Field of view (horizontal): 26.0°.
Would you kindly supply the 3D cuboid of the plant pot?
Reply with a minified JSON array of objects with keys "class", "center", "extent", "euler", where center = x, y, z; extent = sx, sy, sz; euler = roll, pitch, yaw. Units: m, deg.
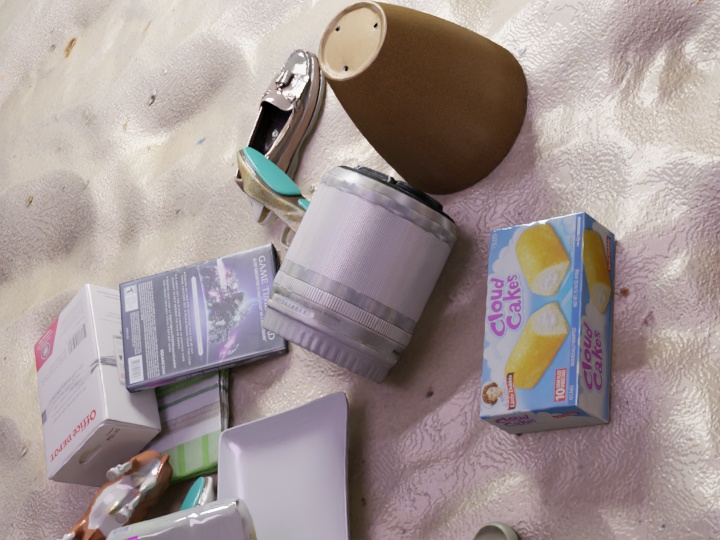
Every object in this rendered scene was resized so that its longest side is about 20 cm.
[{"class":"plant pot","center":[0.049,-0.205,1.692],"extent":[0.185,0.199,0.188],"euler":[-18,61,34]}]

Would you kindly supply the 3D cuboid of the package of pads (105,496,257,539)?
[{"class":"package of pads","center":[-0.167,0.349,1.627],"extent":[0.153,0.068,0.202],"euler":[-16,88,0]}]

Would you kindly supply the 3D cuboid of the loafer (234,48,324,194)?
[{"class":"loafer","center":[-0.099,-0.181,1.898],"extent":[0.071,0.063,0.202],"euler":[6,75,42]}]

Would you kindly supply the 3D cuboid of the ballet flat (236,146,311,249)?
[{"class":"ballet flat","center":[-0.085,-0.066,1.810],"extent":[0.200,0.071,0.071],"euler":[39,97,23]}]

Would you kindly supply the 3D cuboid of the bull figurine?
[{"class":"bull figurine","center":[-0.292,0.291,1.807],"extent":[0.065,0.121,0.201],"euler":[36,102,9]}]

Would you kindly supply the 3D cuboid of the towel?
[{"class":"towel","center":[-0.212,0.156,1.871],"extent":[0.148,0.031,0.202],"euler":[-22,60,34]}]

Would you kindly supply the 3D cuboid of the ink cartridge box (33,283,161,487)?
[{"class":"ink cartridge box","center":[-0.325,0.143,1.907],"extent":[0.146,0.082,0.201],"euler":[-44,46,35]}]

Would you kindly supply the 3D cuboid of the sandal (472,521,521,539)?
[{"class":"sandal","center":[0.100,0.338,1.500],"extent":[0.079,0.057,0.203],"euler":[2,72,41]}]

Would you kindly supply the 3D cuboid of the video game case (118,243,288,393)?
[{"class":"video game case","center":[-0.188,0.056,1.848],"extent":[0.198,0.019,0.144],"euler":[-14,60,9]}]

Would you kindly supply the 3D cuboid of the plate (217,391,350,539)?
[{"class":"plate","center":[-0.079,0.251,1.701],"extent":[0.199,0.032,0.201],"euler":[-22,57,37]}]

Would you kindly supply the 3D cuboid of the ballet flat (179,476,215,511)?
[{"class":"ballet flat","center":[-0.191,0.325,1.739],"extent":[0.069,0.070,0.201],"euler":[-14,38,35]}]

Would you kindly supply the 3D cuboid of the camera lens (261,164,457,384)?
[{"class":"camera lens","center":[0.000,0.000,1.666],"extent":[0.159,0.160,0.201],"euler":[23,86,43]}]

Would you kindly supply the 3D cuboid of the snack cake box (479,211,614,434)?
[{"class":"snack cake box","center":[0.186,0.054,1.550],"extent":[0.114,0.067,0.202],"euler":[-11,64,36]}]
